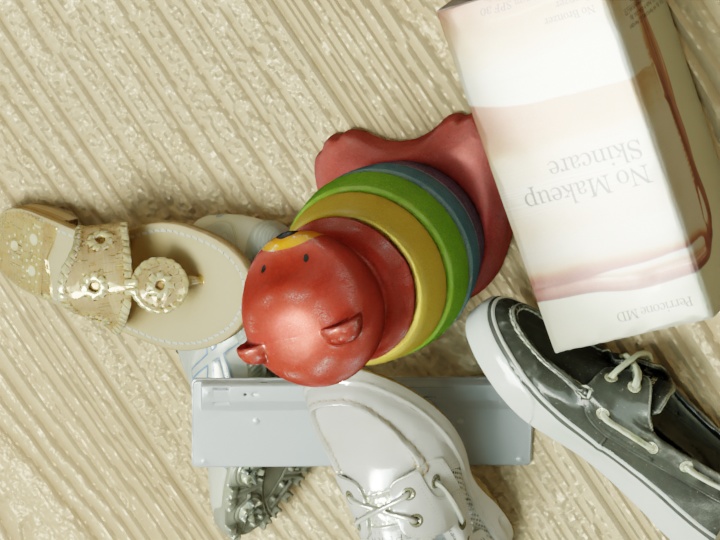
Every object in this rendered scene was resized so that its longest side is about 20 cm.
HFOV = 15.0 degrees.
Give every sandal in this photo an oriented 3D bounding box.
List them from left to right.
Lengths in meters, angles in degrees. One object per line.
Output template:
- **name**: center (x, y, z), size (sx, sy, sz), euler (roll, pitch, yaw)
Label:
- **sandal**: center (-0.159, 0.007, 1.604), size (0.211, 0.070, 0.078), euler (14, 110, 40)

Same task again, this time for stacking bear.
- **stacking bear**: center (0.000, 0.000, 1.490), size (0.121, 0.200, 0.114), euler (-7, 106, 26)

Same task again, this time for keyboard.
- **keyboard**: center (0.002, 0.088, 1.586), size (0.199, 0.011, 0.056), euler (0, 117, -3)

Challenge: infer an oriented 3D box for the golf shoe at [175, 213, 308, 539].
- **golf shoe**: center (-0.072, 0.059, 1.634), size (0.097, 0.078, 0.201), euler (23, 113, 35)

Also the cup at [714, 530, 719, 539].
- **cup**: center (0.267, 0.185, 1.463), size (0.143, 0.200, 0.201), euler (24, 121, 44)

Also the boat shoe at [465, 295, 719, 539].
- **boat shoe**: center (0.149, 0.075, 1.528), size (0.200, 0.071, 0.064), euler (40, 126, -3)

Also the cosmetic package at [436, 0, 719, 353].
- **cosmetic package**: center (0.128, -0.069, 1.471), size (0.103, 0.087, 0.201), euler (-15, 102, 27)

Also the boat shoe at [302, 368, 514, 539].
- **boat shoe**: center (0.026, 0.130, 1.551), size (0.071, 0.069, 0.200), euler (-6, 140, 34)
